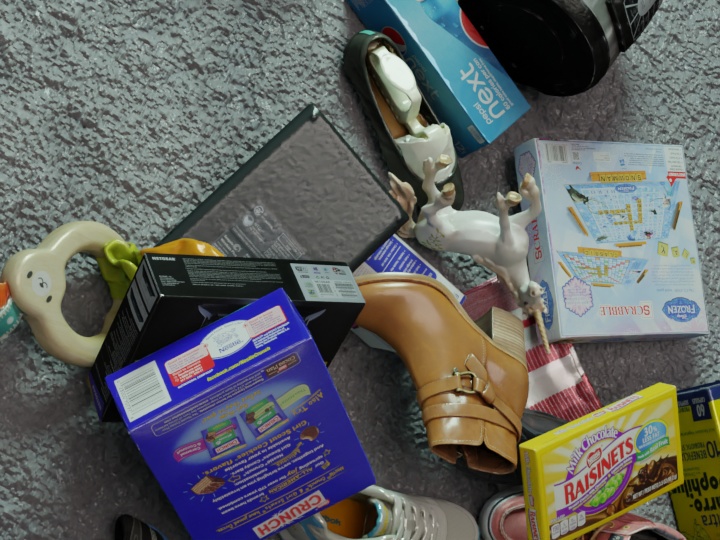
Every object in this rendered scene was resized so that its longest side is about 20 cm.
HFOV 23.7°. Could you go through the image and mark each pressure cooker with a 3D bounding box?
[{"bbox_3d":[0.211,-0.299,1.705,0.178,0.176,0.201,41,65,-8],"label":"pressure cooker"}]

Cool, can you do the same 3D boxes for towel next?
[{"bbox_3d":[0.156,0.106,1.684,0.143,0.023,0.202,-24,91,-26],"label":"towel"}]

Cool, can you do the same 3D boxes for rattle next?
[{"bbox_3d":[-0.230,0.023,1.432,0.199,0.142,0.132,6,99,-52],"label":"rattle"}]

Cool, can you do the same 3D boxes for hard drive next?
[{"bbox_3d":[-0.071,-0.033,1.560,0.200,0.033,0.140,-42,101,-5],"label":"hard drive"}]

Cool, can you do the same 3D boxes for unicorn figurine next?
[{"bbox_3d":[0.120,-0.032,1.636,0.199,0.138,0.074,26,48,17],"label":"unicorn figurine"}]

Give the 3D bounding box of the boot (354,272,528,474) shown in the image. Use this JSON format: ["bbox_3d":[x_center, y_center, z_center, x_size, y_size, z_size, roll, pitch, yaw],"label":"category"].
[{"bbox_3d":[0.062,0.095,1.553,0.198,0.077,0.157,21,54,-22],"label":"boot"}]

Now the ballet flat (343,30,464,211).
[{"bbox_3d":[0.045,-0.141,1.655,0.068,0.068,0.201,-33,94,-21],"label":"ballet flat"}]

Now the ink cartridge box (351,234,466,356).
[{"bbox_3d":[0.000,0.000,1.625,0.200,0.037,0.095,40,66,-10],"label":"ink cartridge box"}]

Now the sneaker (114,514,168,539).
[{"bbox_3d":[-0.240,0.287,1.442,0.083,0.071,0.200,45,60,-5],"label":"sneaker"}]

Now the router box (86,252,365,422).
[{"bbox_3d":[-0.116,0.061,1.471,0.198,0.158,0.052,3,44,-33],"label":"router box"}]

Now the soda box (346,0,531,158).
[{"bbox_3d":[0.076,-0.215,1.687,0.068,0.064,0.201,-40,98,-26],"label":"soda box"}]

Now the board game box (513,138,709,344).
[{"bbox_3d":[0.254,-0.029,1.730,0.198,0.041,0.202,1,78,-32],"label":"board game box"}]

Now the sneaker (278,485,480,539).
[{"bbox_3d":[0.025,0.236,1.565,0.198,0.081,0.077,10,74,-24],"label":"sneaker"}]

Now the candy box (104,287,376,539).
[{"bbox_3d":[-0.097,0.136,1.442,0.168,0.077,0.201,-26,133,-5],"label":"candy box"}]

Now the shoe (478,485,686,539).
[{"bbox_3d":[0.217,0.253,1.637,0.198,0.091,0.072,12,88,-23],"label":"shoe"}]

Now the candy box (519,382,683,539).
[{"bbox_3d":[0.227,0.182,1.599,0.199,0.026,0.103,-19,106,-37],"label":"candy box"}]

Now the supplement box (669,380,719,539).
[{"bbox_3d":[0.381,0.210,1.718,0.109,0.109,0.202,-11,84,-26],"label":"supplement box"}]

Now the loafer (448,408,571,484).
[{"bbox_3d":[0.153,0.164,1.641,0.198,0.063,0.073,13,108,-16],"label":"loafer"}]
